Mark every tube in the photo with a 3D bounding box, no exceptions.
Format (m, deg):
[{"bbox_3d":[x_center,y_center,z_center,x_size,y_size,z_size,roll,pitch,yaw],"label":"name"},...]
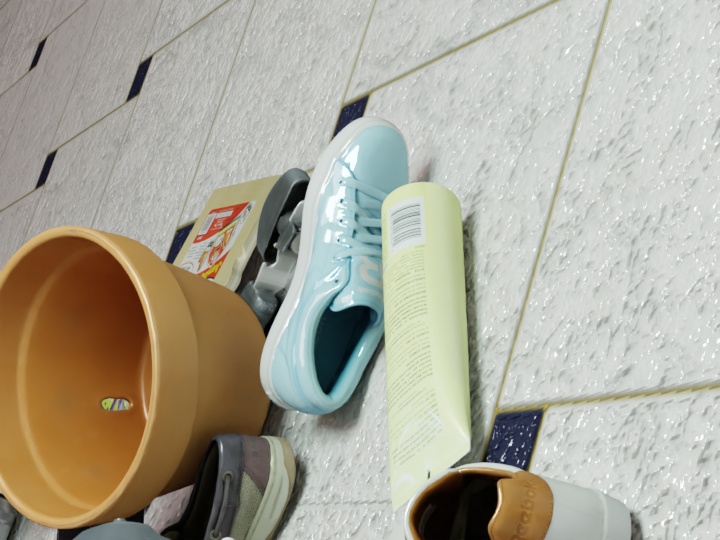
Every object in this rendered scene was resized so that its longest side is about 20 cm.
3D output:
[{"bbox_3d":[0.038,0.040,1.003,0.058,0.051,0.201,76,-169,-50],"label":"tube"}]

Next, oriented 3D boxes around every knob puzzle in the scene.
[{"bbox_3d":[-0.129,0.020,1.403,0.220,0.030,0.220,-49,21,25],"label":"knob puzzle"}]

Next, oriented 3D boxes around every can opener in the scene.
[{"bbox_3d":[-0.069,0.023,1.248,0.201,0.052,0.067,-61,38,19],"label":"can opener"}]

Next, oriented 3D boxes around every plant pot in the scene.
[{"bbox_3d":[-0.155,0.074,1.188,0.199,0.139,0.203,-4,84,42],"label":"plant pot"}]

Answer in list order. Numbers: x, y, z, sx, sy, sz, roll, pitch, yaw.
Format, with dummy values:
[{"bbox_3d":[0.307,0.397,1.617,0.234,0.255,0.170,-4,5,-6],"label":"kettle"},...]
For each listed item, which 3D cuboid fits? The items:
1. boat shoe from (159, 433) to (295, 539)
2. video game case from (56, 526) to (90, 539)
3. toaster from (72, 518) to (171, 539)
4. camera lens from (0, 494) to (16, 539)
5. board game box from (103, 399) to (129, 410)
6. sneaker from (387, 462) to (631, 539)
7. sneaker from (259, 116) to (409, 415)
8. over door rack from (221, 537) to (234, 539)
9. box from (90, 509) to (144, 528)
[{"bbox_3d":[-0.110,0.195,1.148,0.201,0.064,0.072,-63,25,15],"label":"boat shoe"},{"bbox_3d":[-0.217,0.273,1.252,0.181,0.025,0.202,107,164,-55],"label":"video game case"},{"bbox_3d":[-0.145,0.229,0.968,0.199,0.113,0.130,-29,47,48],"label":"toaster"},{"bbox_3d":[-0.444,0.287,1.697,0.160,0.159,0.202,-3,65,66],"label":"camera lens"},{"bbox_3d":[-0.191,0.116,1.468,0.121,0.032,0.200,-68,22,6],"label":"board game box"},{"bbox_3d":[0.046,0.124,0.842,0.200,0.084,0.074,-28,44,61],"label":"sneaker"},{"bbox_3d":[0.000,0.000,1.106,0.082,0.073,0.202,14,88,59],"label":"sneaker"},{"bbox_3d":[-0.066,0.237,1.007,0.200,0.066,0.149,-18,52,62],"label":"over door rack"},{"bbox_3d":[-0.179,0.238,1.236,0.201,0.037,0.138,-100,17,-56],"label":"box"}]
